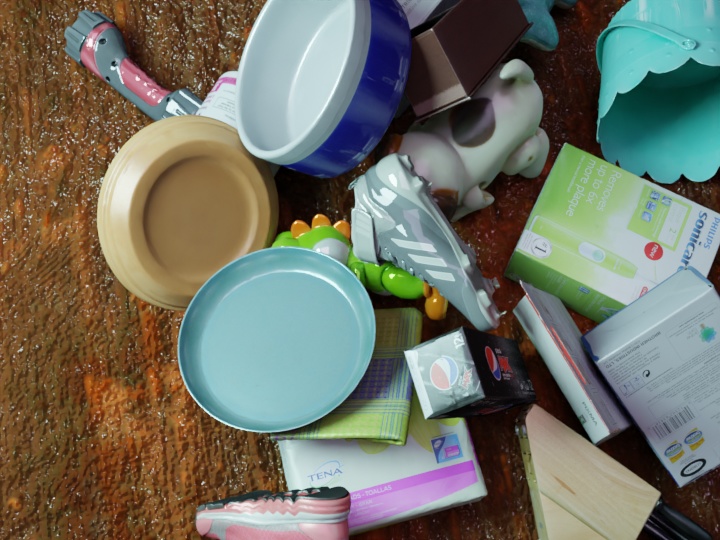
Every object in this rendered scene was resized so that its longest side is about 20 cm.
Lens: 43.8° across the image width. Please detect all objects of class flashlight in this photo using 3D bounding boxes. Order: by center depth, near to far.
[{"bbox_3d":[-0.264,-0.232,1.074,0.199,0.068,0.068,37,79,13],"label":"flashlight"}]

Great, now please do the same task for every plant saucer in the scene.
[{"bbox_3d":[-0.081,0.068,0.884,0.196,0.028,0.203,-4,58,6],"label":"plant saucer"},{"bbox_3d":[-0.168,-0.055,0.918,0.197,0.037,0.204,-9,107,-31],"label":"plant saucer"}]

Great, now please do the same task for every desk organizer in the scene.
[{"bbox_3d":[0.107,-0.244,0.946,0.078,0.071,0.200,57,42,-18],"label":"desk organizer"}]

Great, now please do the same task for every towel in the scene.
[{"bbox_3d":[-0.010,0.103,0.915,0.141,0.023,0.201,-3,34,9],"label":"towel"}]

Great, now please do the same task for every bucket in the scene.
[{"bbox_3d":[0.361,-0.211,1.008,0.203,0.208,0.137,6,60,2],"label":"bucket"}]

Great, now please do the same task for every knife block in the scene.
[{"bbox_3d":[0.260,0.224,0.908,0.172,0.064,0.204,-10,80,-2],"label":"knife block"}]

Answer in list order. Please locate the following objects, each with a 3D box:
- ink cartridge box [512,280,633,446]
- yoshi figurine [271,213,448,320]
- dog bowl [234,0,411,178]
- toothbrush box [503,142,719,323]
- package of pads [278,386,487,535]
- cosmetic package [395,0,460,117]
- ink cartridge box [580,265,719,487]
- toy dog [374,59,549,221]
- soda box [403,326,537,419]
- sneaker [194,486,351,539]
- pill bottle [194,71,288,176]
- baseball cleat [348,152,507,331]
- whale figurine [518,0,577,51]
[{"bbox_3d":[0.204,0.096,0.896,0.050,0.199,0.163,-35,72,18],"label":"ink cartridge box"},{"bbox_3d":[-0.001,0.011,0.970,0.196,0.113,0.114,9,76,3],"label":"yoshi figurine"},{"bbox_3d":[-0.042,-0.199,0.898,0.078,0.198,0.204,16,64,-38],"label":"dog bowl"},{"bbox_3d":[0.281,-0.025,0.998,0.197,0.086,0.147,27,73,7],"label":"toothbrush box"},{"bbox_3d":[0.016,0.183,0.929,0.196,0.068,0.157,-14,71,-6],"label":"package of pads"},{"bbox_3d":[0.018,-0.329,1.059,0.199,0.168,0.167,37,74,12],"label":"cosmetic package"},{"bbox_3d":[0.334,0.119,0.902,0.135,0.076,0.201,-34,102,13],"label":"ink cartridge box"},{"bbox_3d":[0.109,-0.125,0.981,0.199,0.194,0.140,-38,87,-20],"label":"toy dog"},{"bbox_3d":[0.114,0.104,0.886,0.062,0.199,0.072,-24,73,19],"label":"soda box"},{"bbox_3d":[-0.089,0.258,0.857,0.198,0.073,0.089,-14,80,40],"label":"sneaker"},{"bbox_3d":[-0.160,-0.111,1.007,0.112,0.114,0.202,27,72,9],"label":"pill bottle"},{"bbox_3d":[0.058,-0.014,0.896,0.106,0.070,0.202,-33,81,17],"label":"baseball cleat"},{"bbox_3d":[0.206,-0.362,1.084,0.156,0.104,0.203,14,55,-19],"label":"whale figurine"}]
